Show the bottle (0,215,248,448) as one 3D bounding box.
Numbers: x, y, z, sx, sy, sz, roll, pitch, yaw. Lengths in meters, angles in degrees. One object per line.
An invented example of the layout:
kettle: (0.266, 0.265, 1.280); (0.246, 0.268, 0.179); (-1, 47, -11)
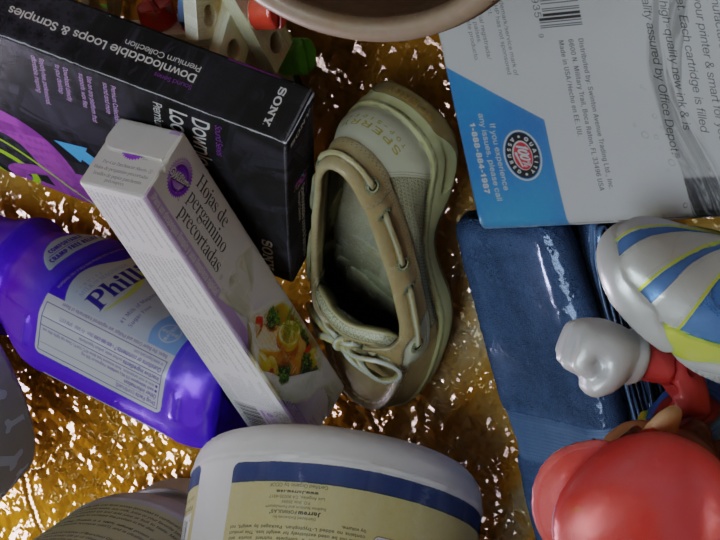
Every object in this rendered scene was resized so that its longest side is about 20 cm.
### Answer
bottle: (-0.134, 0.022, 1.436); (0.200, 0.083, 0.065); (25, 122, 27)

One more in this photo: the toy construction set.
toy construction set: (-0.096, -0.120, 1.343); (0.200, 0.092, 0.131); (14, 130, 43)

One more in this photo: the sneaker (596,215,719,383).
sneaker: (0.200, 0.003, 1.179); (0.200, 0.076, 0.105); (20, 130, -24)

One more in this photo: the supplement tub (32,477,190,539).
supplement tub: (-0.132, 0.200, 1.437); (0.145, 0.200, 0.145); (13, 117, 28)

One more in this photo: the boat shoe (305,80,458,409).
boat shoe: (0.002, 0.001, 1.325); (0.073, 0.063, 0.201); (34, 144, 20)

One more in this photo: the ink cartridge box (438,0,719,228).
ink cartridge box: (0.140, -0.102, 1.206); (0.200, 0.084, 0.146); (-2, 107, 34)

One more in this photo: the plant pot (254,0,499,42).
plant pot: (0.030, -0.213, 1.139); (0.200, 0.175, 0.201); (14, 120, 26)

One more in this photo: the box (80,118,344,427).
box: (-0.065, 0.009, 1.312); (0.041, 0.039, 0.200); (12, 149, 35)

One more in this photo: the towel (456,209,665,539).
towel: (0.105, 0.063, 1.307); (0.112, 0.048, 0.201); (11, 120, 63)

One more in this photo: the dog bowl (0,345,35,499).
dog bowl: (-0.248, 0.049, 1.493); (0.200, 0.059, 0.200); (40, 150, 28)

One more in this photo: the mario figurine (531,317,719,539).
mario figurine: (0.129, 0.075, 1.216); (0.123, 0.200, 0.106); (46, 126, 8)

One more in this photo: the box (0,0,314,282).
box: (-0.116, -0.071, 1.306); (0.199, 0.036, 0.143); (20, 156, 10)

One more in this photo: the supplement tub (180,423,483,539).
supplement tub: (-0.023, 0.186, 1.342); (0.144, 0.144, 0.201); (-4, 69, 34)
